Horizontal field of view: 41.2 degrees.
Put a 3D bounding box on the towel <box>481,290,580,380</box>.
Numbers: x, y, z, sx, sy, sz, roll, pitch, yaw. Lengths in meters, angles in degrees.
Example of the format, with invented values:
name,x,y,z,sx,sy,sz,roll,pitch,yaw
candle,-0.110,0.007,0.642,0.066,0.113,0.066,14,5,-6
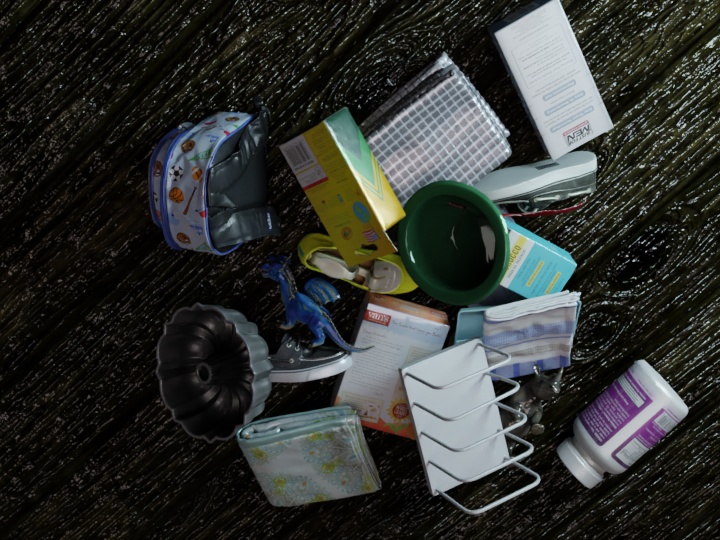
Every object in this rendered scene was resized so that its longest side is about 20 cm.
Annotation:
name,x,y,z,sx,sy,sz,roll,pitch,yaw
towel,0.254,0.104,1.442,0.144,0.024,0.201,-11,144,-1

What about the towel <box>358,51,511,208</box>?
name,x,y,z,sx,sy,sz,roll,pitch,yaw
towel,0.099,-0.177,1.347,0.199,0.086,0.166,-38,110,10

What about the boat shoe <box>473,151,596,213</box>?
name,x,y,z,sx,sy,sz,roll,pitch,yaw
boat shoe,0.252,-0.116,1.378,0.196,0.071,0.065,-14,116,-10

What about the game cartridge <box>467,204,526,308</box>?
name,x,y,z,sx,sy,sz,roll,pitch,yaw
game cartridge,0.196,-0.010,1.445,0.129,0.038,0.201,-34,109,5

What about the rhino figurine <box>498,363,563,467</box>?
name,x,y,z,sx,sy,sz,roll,pitch,yaw
rhino figurine,0.254,0.220,1.495,0.059,0.088,0.201,27,117,-12

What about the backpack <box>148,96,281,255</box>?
name,x,y,z,sx,sy,sz,roll,pitch,yaw
backpack,-0.202,-0.116,1.294,0.151,0.191,0.204,1,112,13

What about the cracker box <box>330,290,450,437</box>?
name,x,y,z,sx,sy,sz,roll,pitch,yaw
cracker box,0.043,0.145,1.479,0.132,0.058,0.203,16,110,-8

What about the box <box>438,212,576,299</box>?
name,x,y,z,sx,sy,sz,roll,pitch,yaw
box,0.209,-0.027,1.397,0.198,0.049,0.083,26,107,-13

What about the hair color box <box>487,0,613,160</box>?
name,x,y,z,sx,sy,sz,roll,pitch,yaw
hair color box,0.265,-0.269,1.337,0.098,0.061,0.202,-27,110,7

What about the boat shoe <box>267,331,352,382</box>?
name,x,y,z,sx,sy,sz,roll,pitch,yaw
boat shoe,-0.110,0.126,1.445,0.196,0.070,0.068,-5,105,22

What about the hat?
name,x,y,z,sx,sy,sz,roll,pitch,yaw
hat,0.177,-0.049,1.351,0.198,0.175,0.168,25,114,27

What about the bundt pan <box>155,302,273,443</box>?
name,x,y,z,sx,sy,sz,roll,pitch,yaw
bundt pan,-0.208,0.145,1.415,0.199,0.075,0.206,5,99,33

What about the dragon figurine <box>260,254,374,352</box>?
name,x,y,z,sx,sy,sz,roll,pitch,yaw
dragon figurine,-0.068,0.053,1.405,0.198,0.059,0.101,30,133,18

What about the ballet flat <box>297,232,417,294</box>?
name,x,y,z,sx,sy,sz,roll,pitch,yaw
ballet flat,0.000,0.000,1.416,0.197,0.067,0.068,18,111,-11

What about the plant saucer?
name,x,y,z,sx,sy,sz,roll,pitch,yaw
plant saucer,0.236,0.078,1.454,0.196,0.019,0.071,-5,124,-13

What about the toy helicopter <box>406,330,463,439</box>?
name,x,y,z,sx,sy,sz,roll,pitch,yaw
toy helicopter,0.127,0.193,1.477,0.078,0.132,0.204,13,93,25

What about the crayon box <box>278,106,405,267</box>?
name,x,y,z,sx,sy,sz,roll,pitch,yaw
crayon box,-0.019,-0.111,1.326,0.051,0.126,0.202,-36,102,-34

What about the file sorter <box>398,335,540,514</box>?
name,x,y,z,sx,sy,sz,roll,pitch,yaw
file sorter,0.161,0.221,1.376,0.137,0.124,0.204,-19,102,-20

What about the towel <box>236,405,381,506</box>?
name,x,y,z,sx,sy,sz,roll,pitch,yaw
towel,-0.077,0.297,1.502,0.196,0.049,0.173,-11,124,12

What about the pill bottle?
name,x,y,z,sx,sy,sz,roll,pitch,yaw
pill bottle,0.408,0.247,1.515,0.112,0.113,0.200,41,103,-17
